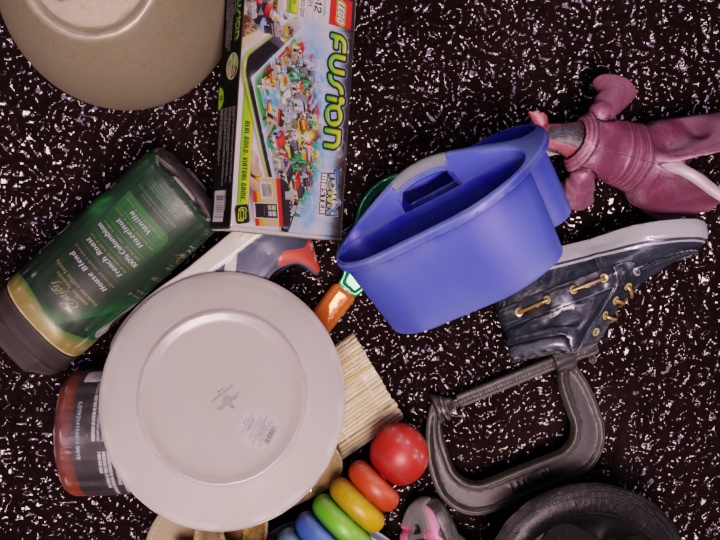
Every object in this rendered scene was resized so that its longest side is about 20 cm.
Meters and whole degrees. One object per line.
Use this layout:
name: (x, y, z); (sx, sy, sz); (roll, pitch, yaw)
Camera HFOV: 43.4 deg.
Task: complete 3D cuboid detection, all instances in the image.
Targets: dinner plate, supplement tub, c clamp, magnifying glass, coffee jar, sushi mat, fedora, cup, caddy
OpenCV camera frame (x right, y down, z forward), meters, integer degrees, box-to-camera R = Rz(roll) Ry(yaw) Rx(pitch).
dinner plate: (-0.108, 0.100, 0.713); (0.195, 0.024, 0.205); (1, 80, -6)
supplement tub: (-0.151, 0.135, 0.772); (0.195, 0.107, 0.110); (-2, 101, -1)
c clamp: (0.142, 0.127, 0.844); (0.197, 0.027, 0.174); (-26, 93, -3)
magnifying glass: (0.000, 0.000, 0.812); (0.079, 0.022, 0.201); (37, 93, -12)
coffee jar: (-0.211, -0.006, 0.746); (0.199, 0.104, 0.086); (-42, 99, 3)
sushi mat: (-0.063, 0.152, 0.838); (0.198, 0.012, 0.097); (-34, 103, 1)
fedora: (0.198, 0.270, 0.845); (0.196, 0.092, 0.206); (-2, 103, -9)
cup: (-0.192, -0.222, 0.686); (0.195, 0.143, 0.205); (-1, 102, -6)
caddy: (0.071, -0.041, 0.715); (0.198, 0.142, 0.106); (-26, 109, 31)

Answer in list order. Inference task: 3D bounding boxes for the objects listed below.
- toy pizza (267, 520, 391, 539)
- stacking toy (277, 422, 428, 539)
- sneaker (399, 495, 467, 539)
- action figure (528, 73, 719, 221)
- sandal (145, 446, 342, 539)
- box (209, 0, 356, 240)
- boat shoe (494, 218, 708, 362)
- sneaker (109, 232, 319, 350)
toy pizza: (-0.032, 0.327, 0.860); (0.195, 0.032, 0.205); (0, 99, 3)
stacking toy: (-0.011, 0.220, 0.793); (0.085, 0.085, 0.201); (43, 84, -12)
sneaker: (0.107, 0.296, 0.863); (0.094, 0.079, 0.204); (-28, 99, -28)
action figure: (0.224, -0.088, 0.758); (0.196, 0.149, 0.137); (8, 107, -21)
sandal: (-0.108, 0.219, 0.803); (0.209, 0.070, 0.079); (-31, 102, 1)
box: (-0.060, -0.130, 0.727); (0.108, 0.034, 0.205); (3, 90, -38)
boat shoe: (0.214, 0.019, 0.797); (0.196, 0.071, 0.093); (-14, 78, 7)
sneaker: (-0.120, 0.031, 0.773); (0.199, 0.075, 0.085); (-38, 92, 2)
